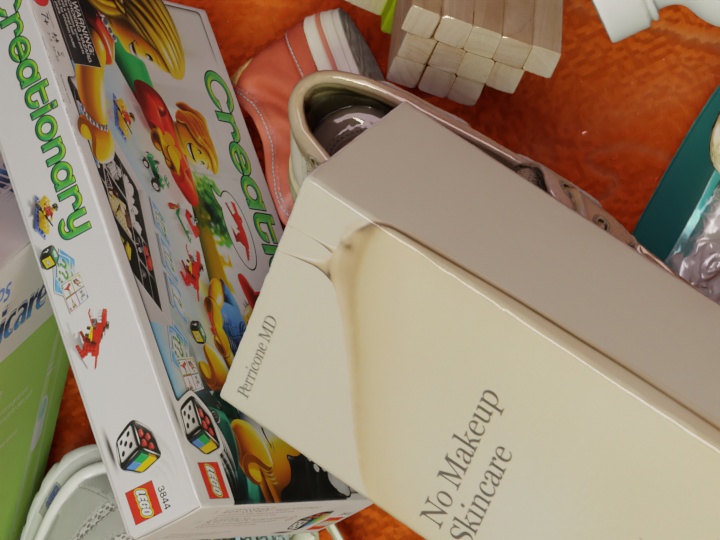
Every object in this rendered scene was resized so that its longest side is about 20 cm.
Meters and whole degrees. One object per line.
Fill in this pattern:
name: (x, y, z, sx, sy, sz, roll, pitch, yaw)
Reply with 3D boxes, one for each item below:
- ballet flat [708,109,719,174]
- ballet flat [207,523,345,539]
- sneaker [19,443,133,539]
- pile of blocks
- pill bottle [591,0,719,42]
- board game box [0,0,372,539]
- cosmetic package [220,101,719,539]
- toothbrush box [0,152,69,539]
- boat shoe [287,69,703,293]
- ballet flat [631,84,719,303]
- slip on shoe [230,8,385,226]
ballet flat: (0.216, -0.068, 1.075, 0.199, 0.067, 0.057, -17, 34, -16)
ballet flat: (-0.020, 0.154, 1.116, 0.074, 0.074, 0.201, -14, 80, 8)
sneaker: (-0.107, 0.167, 1.098, 0.074, 0.082, 0.201, 7, 102, -21)
pile of blocks: (0.018, -0.126, 1.150, 0.082, 0.062, 0.201, 1, 44, -28)
pill bottle: (0.165, -0.163, 1.106, 0.199, 0.112, 0.113, -26, 77, 5)
board game box: (-0.067, -0.004, 1.067, 0.034, 0.126, 0.201, -25, 76, 24)
cosmetic package: (0.063, 0.046, 0.993, 0.199, 0.073, 0.104, 32, 127, 14)
toothbrush box: (-0.169, 0.063, 1.078, 0.086, 0.146, 0.201, 20, 114, 9)
boat shoe: (0.055, -0.003, 1.055, 0.200, 0.065, 0.072, 36, 75, 17)
ballet flat: (0.117, 0.022, 1.119, 0.072, 0.072, 0.201, 31, 89, 14)
slip on shoe: (0.000, 0.000, 1.135, 0.061, 0.074, 0.201, -23, 72, 12)
